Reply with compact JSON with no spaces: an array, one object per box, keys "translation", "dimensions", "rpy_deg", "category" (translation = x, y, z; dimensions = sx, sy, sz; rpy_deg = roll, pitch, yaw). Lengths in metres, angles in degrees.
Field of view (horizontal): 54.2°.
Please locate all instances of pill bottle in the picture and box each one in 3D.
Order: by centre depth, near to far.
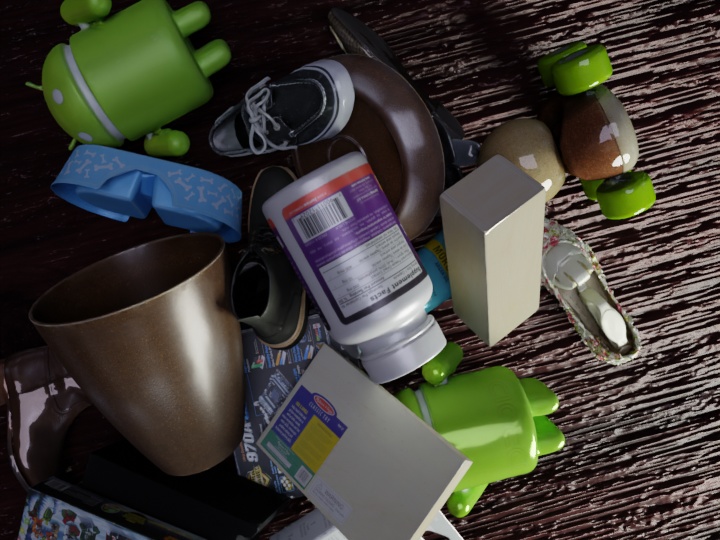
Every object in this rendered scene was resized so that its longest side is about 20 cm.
[{"translation":[0.000,0.000,0.669],"dimensions":[0.111,0.111,0.201],"rpy_deg":[-28,94,0],"category":"pill bottle"}]

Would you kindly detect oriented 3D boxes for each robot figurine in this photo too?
[{"translation":[-0.233,-0.201,0.722],"dimensions":[0.199,0.116,0.176],"rpy_deg":[-27,118,0],"category":"robot figurine"},{"translation":[0.111,0.172,0.759],"dimensions":[0.199,0.116,0.177],"rpy_deg":[-13,100,-3],"category":"robot figurine"}]

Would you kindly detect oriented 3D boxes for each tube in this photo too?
[{"translation":[0.059,0.020,0.774],"dimensions":[0.200,0.050,0.078],"rpy_deg":[-35,101,-22],"category":"tube"}]

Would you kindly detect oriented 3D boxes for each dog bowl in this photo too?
[{"translation":[-0.217,-0.081,0.738],"dimensions":[0.199,0.112,0.050],"rpy_deg":[12,77,-1],"category":"dog bowl"}]

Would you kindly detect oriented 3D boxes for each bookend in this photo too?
[{"translation":[-0.203,0.308,0.748],"dimensions":[0.199,0.092,0.200],"rpy_deg":[17,95,14],"category":"bookend"}]

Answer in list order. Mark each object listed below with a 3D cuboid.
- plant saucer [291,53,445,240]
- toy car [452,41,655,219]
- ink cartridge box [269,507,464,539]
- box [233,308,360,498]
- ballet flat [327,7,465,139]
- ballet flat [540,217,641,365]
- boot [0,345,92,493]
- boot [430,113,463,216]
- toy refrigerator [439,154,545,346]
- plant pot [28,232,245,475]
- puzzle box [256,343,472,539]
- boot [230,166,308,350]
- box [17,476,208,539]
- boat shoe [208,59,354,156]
[{"translation":[-0.005,-0.114,0.713],"dimensions":[0.032,0.200,0.201],"rpy_deg":[-32,97,-40],"category":"plant saucer"},{"translation":[0.176,-0.119,0.742],"dimensions":[0.199,0.158,0.165],"rpy_deg":[-23,106,12],"category":"toy car"},{"translation":[0.026,0.314,0.767],"dimensions":[0.173,0.044,0.200],"rpy_deg":[-33,120,4],"category":"ink cartridge box"},{"translation":[-0.071,0.151,0.793],"dimensions":[0.158,0.046,0.202],"rpy_deg":[-12,95,-1],"category":"box"},{"translation":[0.032,-0.202,0.768],"dimensions":[0.200,0.067,0.046],"rpy_deg":[44,122,-8],"category":"ballet flat"},{"translation":[0.253,0.021,0.789],"dimensions":[0.076,0.064,0.200],"rpy_deg":[-39,95,2],"category":"ballet flat"},{"translation":[-0.287,0.150,0.780],"dimensions":[0.199,0.064,0.188],"rpy_deg":[-20,97,-5],"category":"boot"},{"translation":[0.033,-0.140,0.727],"dimensions":[0.070,0.131,0.201],"rpy_deg":[-37,104,-33],"category":"boot"},{"translation":[0.133,-0.015,0.713],"dimensions":[0.076,0.200,0.070],"rpy_deg":[-35,55,-13],"category":"toy refrigerator"},{"translation":[-0.189,0.092,0.692],"dimensions":[0.186,0.187,0.201],"rpy_deg":[-18,111,-1],"category":"plant pot"},{"translation":[-0.003,0.181,0.705],"dimensions":[0.200,0.025,0.133],"rpy_deg":[36,92,33],"category":"puzzle box"},{"translation":[-0.091,-0.030,0.712],"dimensions":[0.077,0.138,0.202],"rpy_deg":[-9,75,6],"category":"boot"},{"translation":[-0.247,0.304,0.690],"dimensions":[0.199,0.040,0.138],"rpy_deg":[16,96,13],"category":"box"},{"translation":[-0.087,-0.153,0.693],"dimensions":[0.068,0.199,0.074],"rpy_deg":[-25,106,-38],"category":"boat shoe"}]
